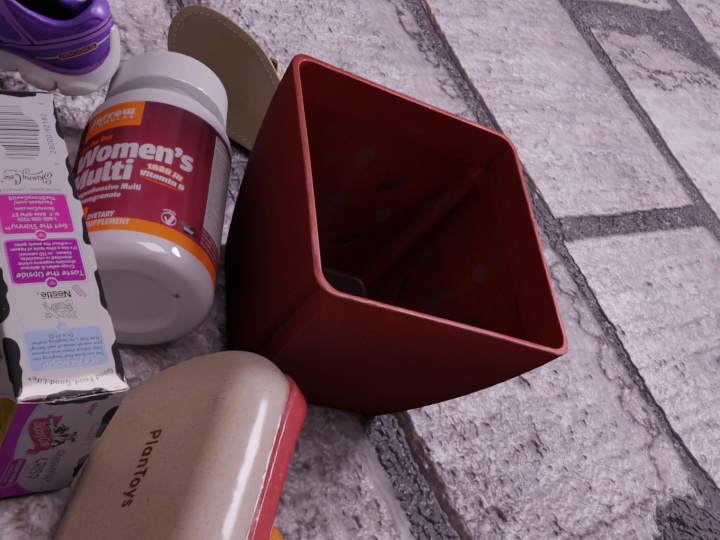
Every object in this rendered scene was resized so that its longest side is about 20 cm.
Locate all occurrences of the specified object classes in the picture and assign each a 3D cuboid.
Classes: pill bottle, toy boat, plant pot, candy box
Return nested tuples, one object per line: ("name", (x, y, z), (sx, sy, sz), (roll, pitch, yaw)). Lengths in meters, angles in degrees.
("pill bottle", (-0.148, -0.056, 0.709), (0.109, 0.110, 0.200), (22, 46, -24))
("toy boat", (-0.090, 0.148, 0.604), (0.131, 0.130, 0.200), (57, 32, -35))
("plant pot", (0.000, 0.000, 0.734), (0.200, 0.176, 0.200), (16, 48, -30))
("candy box", (-0.202, 0.014, 0.585), (0.061, 0.136, 0.200), (-4, 59, -33))

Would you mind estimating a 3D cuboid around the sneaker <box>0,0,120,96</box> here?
("sneaker", (-0.267, -0.194, 0.719), (0.200, 0.083, 0.081), (13, 43, -1))

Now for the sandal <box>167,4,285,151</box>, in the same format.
("sandal", (-0.084, -0.142, 0.883), (0.212, 0.078, 0.070), (44, 9, -12))
